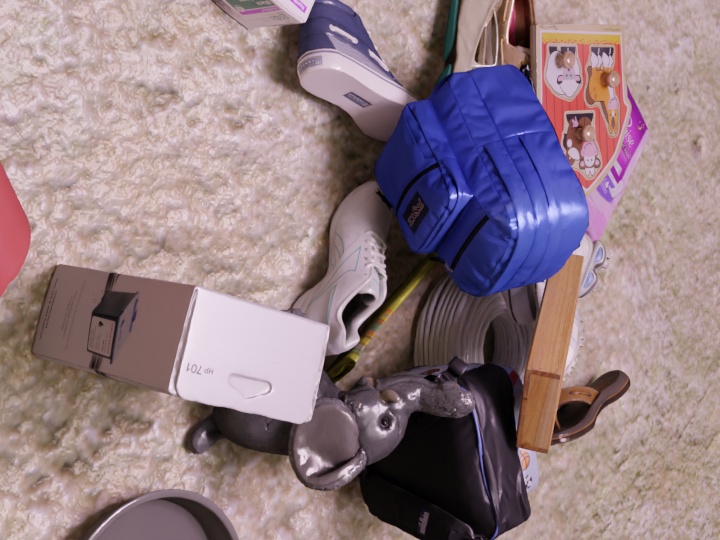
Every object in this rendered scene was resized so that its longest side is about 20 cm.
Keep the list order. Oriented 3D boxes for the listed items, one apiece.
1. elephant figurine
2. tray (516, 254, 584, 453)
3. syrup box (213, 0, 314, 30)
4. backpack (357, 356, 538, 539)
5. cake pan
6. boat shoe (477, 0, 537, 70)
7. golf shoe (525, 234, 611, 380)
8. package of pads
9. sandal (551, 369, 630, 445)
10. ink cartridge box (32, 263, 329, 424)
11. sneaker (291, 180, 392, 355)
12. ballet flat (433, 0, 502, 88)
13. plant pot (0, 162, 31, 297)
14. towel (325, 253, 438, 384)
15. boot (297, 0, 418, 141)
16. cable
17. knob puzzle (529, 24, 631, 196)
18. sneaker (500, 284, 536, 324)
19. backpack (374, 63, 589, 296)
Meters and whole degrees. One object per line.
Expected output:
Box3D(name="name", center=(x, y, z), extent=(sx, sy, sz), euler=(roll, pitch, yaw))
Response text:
Box3D(name="elephant figurine", center=(-0.026, 0.139, 1.056), extent=(0.199, 0.156, 0.142), euler=(36, 41, 5))
Box3D(name="tray", center=(0.191, 0.077, 1.148), extent=(0.200, 0.037, 0.099), euler=(-63, 160, -52))
Box3D(name="syrup box", center=(-0.067, -0.330, 1.064), extent=(0.081, 0.078, 0.201), euler=(37, 68, -41))
Box3D(name="backpack", center=(0.081, 0.178, 1.178), extent=(0.154, 0.190, 0.202), euler=(-12, 95, -49))
Box3D(name="cake pan", center=(-0.190, 0.292, 1.018), extent=(0.199, 0.037, 0.202), euler=(-5, 97, -45))
Box3D(name="boat shoe", center=(0.180, -0.252, 1.327), extent=(0.073, 0.069, 0.202), euler=(-24, 110, -42))
Box3D(name="golf shoe", center=(0.208, 0.041, 1.295), extent=(0.097, 0.078, 0.201), euler=(27, 68, -22))
Box3D(name="package of pads", center=(0.286, -0.138, 1.440), extent=(0.121, 0.075, 0.201), euler=(52, 58, -37))
Box3D(name="sandal", center=(0.275, 0.167, 1.455), extent=(0.199, 0.081, 0.055), euler=(-31, 98, -38))
Box3D(name="ink cartridge box", center=(-0.147, 0.059, 0.929), extent=(0.146, 0.199, 0.087), euler=(20, 79, -44))
Box3D(name="sneaker", center=(0.000, 0.000, 1.160), extent=(0.070, 0.080, 0.201), euler=(38, 66, -38))
Box3D(name="ballet flat", center=(0.115, -0.219, 1.258), extent=(0.069, 0.069, 0.202), euler=(23, 77, -44))
Box3D(name="plant pot", center=(-0.326, -0.053, 0.759), extent=(0.201, 0.199, 0.178), euler=(-55, 139, -27))
Box3D(name="towel", center=(0.032, 0.043, 1.192), extent=(0.018, 0.086, 0.200), euler=(43, 57, -3))
Box3D(name="boot", center=(0.008, -0.204, 1.161), extent=(0.200, 0.072, 0.091), euler=(28, 54, -54))
Box3D(name="cable", center=(0.147, 0.089, 1.321), extent=(0.199, 0.069, 0.202), euler=(25, 76, -44))
Box3D(name="knob puzzle", center=(0.268, -0.188, 1.347), extent=(0.219, 0.030, 0.222), euler=(-4, 96, -44))
Box3D(name="sneaker", center=(0.143, -0.022, 1.259), extent=(0.073, 0.070, 0.201), euler=(56, 19, -53))
Box3D(name="backpack", center=(0.118, -0.074, 1.143), extent=(0.167, 0.163, 0.201), euler=(-17, 66, -24))
